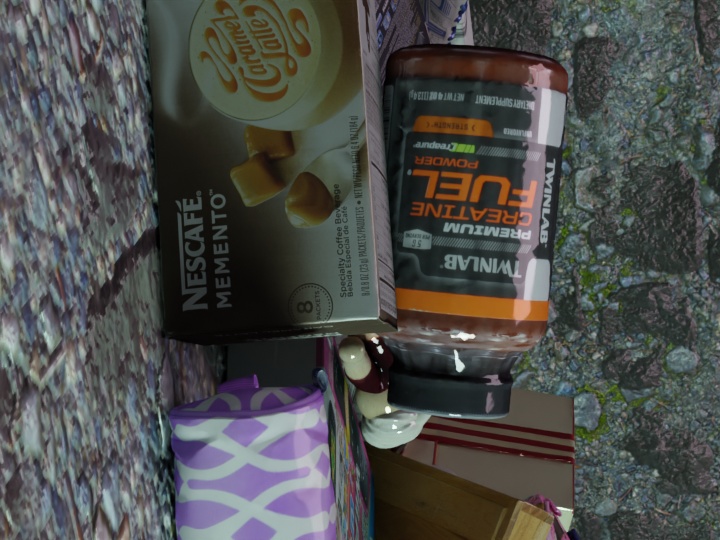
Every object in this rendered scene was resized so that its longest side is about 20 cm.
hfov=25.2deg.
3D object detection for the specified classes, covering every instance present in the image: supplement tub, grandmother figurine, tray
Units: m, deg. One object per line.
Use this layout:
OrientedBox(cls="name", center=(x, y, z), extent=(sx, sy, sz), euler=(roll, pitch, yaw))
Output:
OrientedBox(cls="supplement tub", center=(0.058, -0.021, 0.907), extent=(0.107, 0.106, 0.202), euler=(-6, 100, -83))
OrientedBox(cls="grandmother figurine", center=(0.009, 0.025, 1.001), extent=(0.121, 0.060, 0.201), euler=(-47, 139, -43))
OrientedBox(cls="tray", center=(0.039, 0.180, 1.068), extent=(0.199, 0.037, 0.099), euler=(10, -105, 60))

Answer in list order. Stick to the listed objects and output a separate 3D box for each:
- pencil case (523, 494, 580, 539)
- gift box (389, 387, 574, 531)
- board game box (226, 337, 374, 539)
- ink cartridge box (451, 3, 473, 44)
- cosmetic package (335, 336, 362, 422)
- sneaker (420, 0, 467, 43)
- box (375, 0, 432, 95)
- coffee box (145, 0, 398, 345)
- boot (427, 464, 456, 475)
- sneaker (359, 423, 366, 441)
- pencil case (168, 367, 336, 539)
OrientedBox(cls="pencil case", center=(0.074, 0.242, 1.267), extent=(0.083, 0.199, 0.087), euler=(64, 21, -13))
OrientedBox(cls="gift box", center=(0.096, 0.194, 1.493), extent=(0.185, 0.185, 0.202), euler=(-79, 178, -60))
OrientedBox(cls="board game box", center=(-0.035, 0.137, 0.994), extent=(0.201, 0.064, 0.149), euler=(78, 9, -51))
OrientedBox(cls="ink cartridge box", center=(0.016, -0.228, 1.341), extent=(0.084, 0.144, 0.201), euler=(-86, 168, -52))
OrientedBox(cls="cosmetic package", center=(0.000, 0.000, 1.144), extent=(0.085, 0.106, 0.202), euler=(104, -11, -57))
OrientedBox(cls="sneaker", center=(0.051, -0.188, 1.178), extent=(0.076, 0.087, 0.201), euler=(-90, 166, -52))
OrientedBox(cls="box", center=(-0.015, -0.094, 1.034), extent=(0.201, 0.049, 0.161), euler=(-67, 156, -18))
OrientedBox(cls="coffee box", center=(-0.046, -0.066, 0.847), extent=(0.080, 0.113, 0.202), euler=(39, 48, -80))
OrientedBox(cls="boot", center=(0.019, 0.239, 1.207), extent=(0.200, 0.072, 0.091), euler=(-50, 147, -43))
OrientedBox(cls="sneaker", center=(0.010, 0.120, 1.223), extent=(0.071, 0.098, 0.201), euler=(-88, 172, -56))
OrientedBox(cls="pencil case", center=(-0.050, 0.152, 0.807), extent=(0.085, 0.083, 0.202), euler=(-175, -100, -73))
